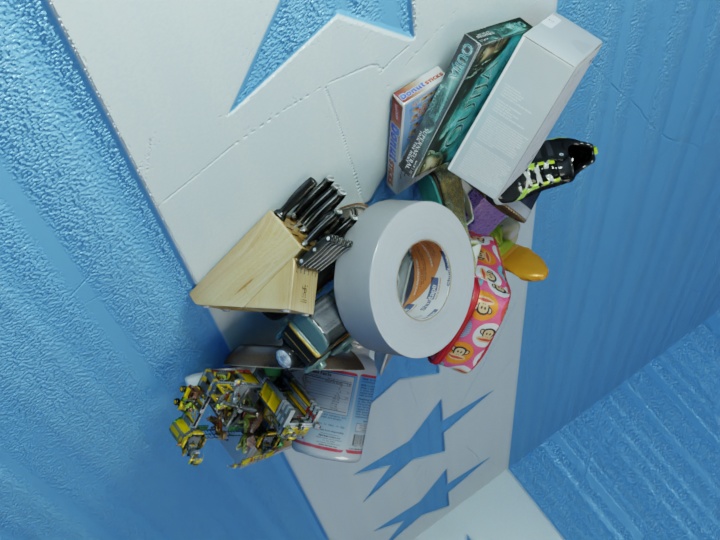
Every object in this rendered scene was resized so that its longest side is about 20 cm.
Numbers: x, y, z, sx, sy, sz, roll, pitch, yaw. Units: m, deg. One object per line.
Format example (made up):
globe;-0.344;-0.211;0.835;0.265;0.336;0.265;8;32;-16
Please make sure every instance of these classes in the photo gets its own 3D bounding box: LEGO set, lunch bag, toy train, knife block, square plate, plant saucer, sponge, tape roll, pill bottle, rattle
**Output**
LEGO set;-0.148;0.212;1.619;0.200;0.116;0.154;18;111;-47
lunch bag;0.144;0.050;1.759;0.082;0.200;0.176;17;123;-17
toy train;-0.027;0.060;1.573;0.200;0.085;0.114;-34;172;-39
knife block;-0.106;-0.035;1.481;0.200;0.176;0.064;2;172;26
square plate;0.065;0.022;1.717;0.198;0.028;0.200;-60;166;-61
plant saucer;-0.092;0.122;1.682;0.200;0.032;0.200;3;177;0
sponge;0.162;-0.063;1.855;0.200;0.030;0.112;-47;155;21
tape roll;0.058;0.010;1.529;0.200;0.066;0.201;-7;99;-46
pill bottle;-0.035;0.185;1.818;0.109;0.109;0.200;20;81;-64
rattle;0.225;0.019;1.975;0.130;0.143;0.200;-41;161;-51

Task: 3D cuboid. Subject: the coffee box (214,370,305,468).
coffee box;-0.119;0.227;1.907;0.200;0.080;0.113;-16;147;-44

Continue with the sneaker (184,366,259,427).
sneaker;-0.180;0.184;1.701;0.077;0.082;0.200;-11;166;21

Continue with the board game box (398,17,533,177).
board game box;0.130;-0.213;1.474;0.135;0.028;0.200;-28;152;-49

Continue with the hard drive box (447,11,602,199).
hard drive box;0.208;-0.208;1.501;0.200;0.077;0.156;-60;171;30

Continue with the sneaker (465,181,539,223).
sneaker;0.207;-0.155;1.706;0.109;0.070;0.200;-57;141;-2

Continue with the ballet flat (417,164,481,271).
ballet flat;0.132;-0.050;1.645;0.071;0.200;0.071;-13;-174;1

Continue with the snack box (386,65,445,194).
snack box;0.070;-0.173;1.512;0.072;0.024;0.200;-33;157;-17

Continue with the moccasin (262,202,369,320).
moccasin;-0.052;-0.012;1.572;0.201;0.074;0.078;-50;169;18

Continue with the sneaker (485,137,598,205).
sneaker;0.252;-0.146;1.644;0.200;0.072;0.083;-28;-161;-37
